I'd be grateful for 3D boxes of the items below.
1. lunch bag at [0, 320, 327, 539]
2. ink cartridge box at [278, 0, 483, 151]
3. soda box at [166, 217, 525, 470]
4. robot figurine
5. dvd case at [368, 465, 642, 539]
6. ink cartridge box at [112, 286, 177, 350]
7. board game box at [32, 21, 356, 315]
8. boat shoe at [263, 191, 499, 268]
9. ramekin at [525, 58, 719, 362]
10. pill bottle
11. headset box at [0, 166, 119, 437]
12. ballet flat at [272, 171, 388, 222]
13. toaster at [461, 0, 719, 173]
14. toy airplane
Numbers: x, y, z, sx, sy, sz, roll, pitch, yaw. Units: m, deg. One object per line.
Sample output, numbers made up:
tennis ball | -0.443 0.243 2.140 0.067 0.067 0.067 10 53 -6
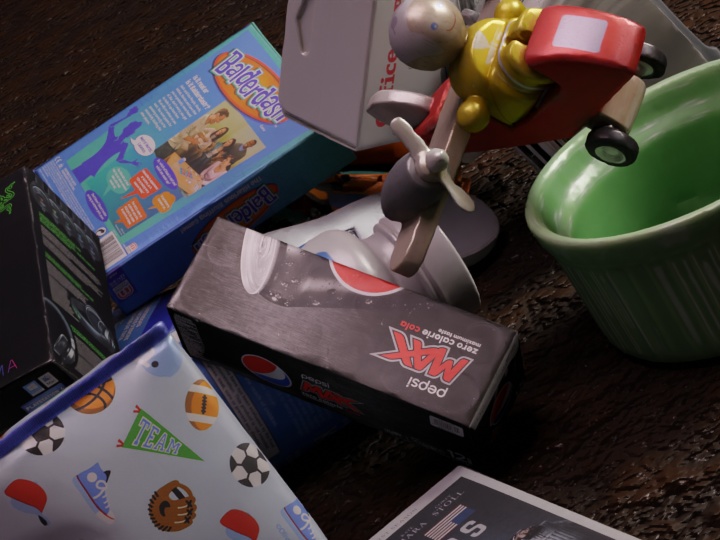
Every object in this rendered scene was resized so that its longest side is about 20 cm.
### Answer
lunch bag | -0.145 0.155 1.113 0.200 0.170 0.124 -39 0 -21
ink cartridge box | 0.050 -0.176 1.431 0.200 0.145 0.084 -15 33 -40
soda box | -0.008 0.041 1.204 0.200 0.063 0.071 21 67 19
robot figurine | -0.009 -0.079 1.527 0.200 0.058 0.145 0 49 16
dvd case | 0.052 0.172 1.053 0.150 0.025 0.200 -37 24 -19
ink cartridge box | -0.168 0.087 1.438 0.200 0.076 0.137 -19 24 20
board game box | -0.122 -0.077 1.499 0.200 0.045 0.152 -34 43 -3
boat shoe | 0.000 0.000 1.416 0.200 0.070 0.071 -18 58 -23
ramekin | 0.205 -0.035 1.209 0.200 0.098 0.200 -25 23 11
pill bottle | -0.028 0.044 1.306 0.200 0.112 0.112 -33 22 -8
headset box | -0.257 0.051 1.377 0.174 0.093 0.200 -29 44 13
ballet flat | -0.023 -0.058 1.605 0.200 0.071 0.065 -32 -5 -13
toaster | 0.155 -0.129 1.386 0.129 0.200 0.114 -50 25 -3
toy airplane | 0.065 -0.115 1.230 0.199 0.141 0.200 -45 32 17
